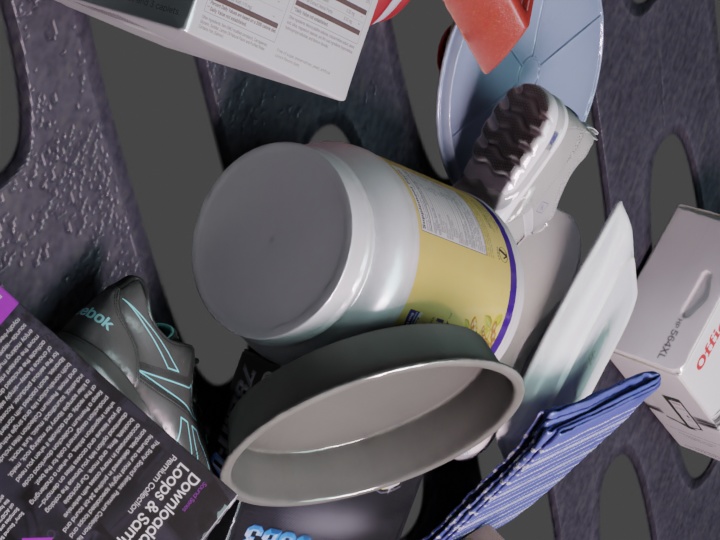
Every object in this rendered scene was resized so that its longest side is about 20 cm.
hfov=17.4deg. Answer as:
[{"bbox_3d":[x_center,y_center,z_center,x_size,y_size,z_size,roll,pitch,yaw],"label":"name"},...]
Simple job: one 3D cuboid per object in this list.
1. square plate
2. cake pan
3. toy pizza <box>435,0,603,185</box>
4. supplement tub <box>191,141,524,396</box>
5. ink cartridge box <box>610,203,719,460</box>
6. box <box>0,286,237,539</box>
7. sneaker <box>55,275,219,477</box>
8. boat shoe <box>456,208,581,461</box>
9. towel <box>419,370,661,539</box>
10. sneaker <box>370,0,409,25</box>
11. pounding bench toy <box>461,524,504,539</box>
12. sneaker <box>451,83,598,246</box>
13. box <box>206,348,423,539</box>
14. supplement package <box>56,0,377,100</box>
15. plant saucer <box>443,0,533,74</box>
[{"bbox_3d":[0.165,0.064,1.787,0.199,0.028,0.200,-62,165,-11],"label":"square plate"},{"bbox_3d":[0.004,0.089,1.467,0.200,0.200,0.037,18,47,-54],"label":"cake pan"},{"bbox_3d":[0.109,-0.143,1.675,0.200,0.032,0.201,-28,127,-45],"label":"toy pizza"},{"bbox_3d":[0.000,0.000,1.501,0.200,0.145,0.146,18,91,-54],"label":"supplement tub"},{"bbox_3d":[0.299,0.058,1.974,0.146,0.084,0.200,-60,142,-14],"label":"ink cartridge box"},{"bbox_3d":[-0.186,0.117,1.300,0.200,0.036,0.143,42,65,-6],"label":"box"},{"bbox_3d":[-0.121,0.084,1.441,0.079,0.075,0.200,-56,142,-23],"label":"sneaker"},{"bbox_3d":[0.109,0.050,1.741,0.069,0.072,0.201,76,32,-72],"label":"boat shoe"},{"bbox_3d":[0.128,0.146,1.751,0.144,0.024,0.200,-19,158,-46],"label":"towel"},{"bbox_3d":[-0.004,-0.237,1.448,0.112,0.071,0.201,-20,129,-43],"label":"sneaker"},{"bbox_3d":[0.111,0.313,1.721,0.124,0.200,0.156,-33,134,-12],"label":"pounding bench toy"},{"bbox_3d":[0.096,-0.030,1.623,0.082,0.075,0.200,19,117,-41],"label":"sneaker"},{"bbox_3d":[-0.042,0.170,1.609,0.200,0.050,0.200,22,87,-54],"label":"box"},{"bbox_3d":[-0.073,-0.222,1.295,0.150,0.151,0.201,18,91,-54],"label":"supplement package"},{"bbox_3d":[0.081,-0.263,1.513,0.200,0.036,0.201,55,40,-52],"label":"plant saucer"}]
